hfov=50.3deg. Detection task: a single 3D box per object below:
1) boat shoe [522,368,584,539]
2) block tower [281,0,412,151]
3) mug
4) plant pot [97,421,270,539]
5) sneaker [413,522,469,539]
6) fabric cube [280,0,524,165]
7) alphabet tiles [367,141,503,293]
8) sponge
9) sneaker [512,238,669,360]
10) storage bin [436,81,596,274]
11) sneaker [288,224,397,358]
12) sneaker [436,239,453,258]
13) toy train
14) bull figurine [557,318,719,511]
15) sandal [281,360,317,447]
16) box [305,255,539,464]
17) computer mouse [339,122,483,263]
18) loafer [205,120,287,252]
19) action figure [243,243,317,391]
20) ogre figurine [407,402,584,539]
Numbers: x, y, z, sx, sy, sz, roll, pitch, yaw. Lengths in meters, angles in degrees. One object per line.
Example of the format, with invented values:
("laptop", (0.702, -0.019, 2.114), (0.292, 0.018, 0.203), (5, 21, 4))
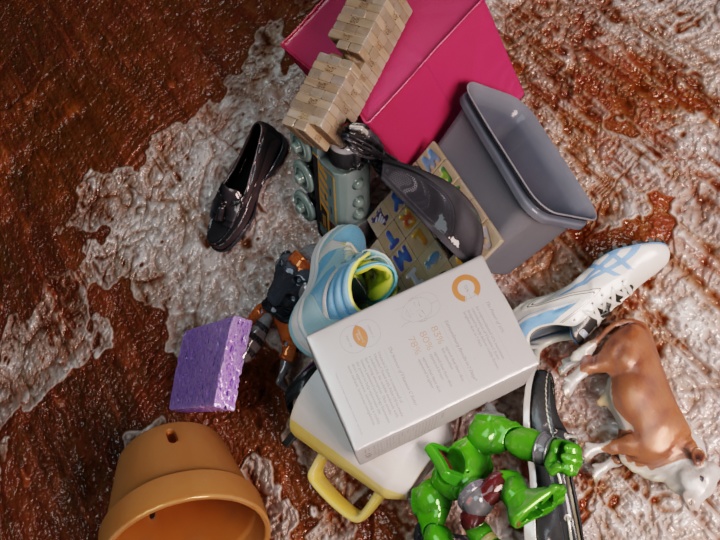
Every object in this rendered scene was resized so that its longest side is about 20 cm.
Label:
("boat shoe", (0.206, 0.204, 0.809), (0.059, 0.075, 0.204), (-5, 81, 25))
("block tower", (-0.011, -0.234, 0.857), (0.054, 0.058, 0.202), (24, 85, 31))
("mug", (0.022, 0.188, 0.887), (0.153, 0.188, 0.149), (37, 57, 23))
("plant pot", (-0.221, 0.282, 0.930), (0.199, 0.200, 0.141), (-38, 43, 9))
("sneaker", (0.056, 0.338, 0.831), (0.197, 0.076, 0.115), (-16, 64, 14))
("fabric cube", (0.057, -0.257, 0.980), (0.200, 0.199, 0.196), (-45, 59, 4))
("alphabet tiles", (0.062, -0.026, 0.913), (0.200, 0.007, 0.168), (-48, 52, 26))
("sponge", (-0.200, 0.127, 0.999), (0.199, 0.029, 0.113), (-19, 59, 59))
("sneaker", (0.254, 0.036, 0.845), (0.199, 0.072, 0.073), (-34, 54, 16))
("storage bin", (0.166, -0.098, 0.915), (0.134, 0.144, 0.202), (-47, 54, 36))
("sneaker", (0.000, 0.000, 0.870), (0.130, 0.079, 0.202), (-34, 28, 37))
("sneaker", (0.068, 0.020, 0.941), (0.114, 0.076, 0.203), (-24, 65, 14))
("toy train", (-0.031, -0.114, 0.981), (0.085, 0.202, 0.114), (-30, 57, -24))
("bull figurine", (0.282, 0.152, 0.789), (0.120, 0.065, 0.203), (-20, 63, 15))
("sandal", (-0.051, 0.126, 0.940), (0.048, 0.075, 0.202), (31, 106, 5))
("box", (0.061, 0.093, 0.782), (0.198, 0.098, 0.126), (-24, 70, -6))
("computer mouse", (0.071, -0.087, 0.836), (0.053, 0.138, 0.200), (-45, 66, 7))
("loafer", (-0.180, -0.127, 1.127), (0.071, 0.063, 0.202), (24, 83, 31))
("action figure", (-0.080, 0.057, 0.989), (0.199, 0.104, 0.196), (31, 96, 34))
("ogre figurine", (0.122, 0.221, 0.767), (0.120, 0.097, 0.202), (48, 124, 42))
